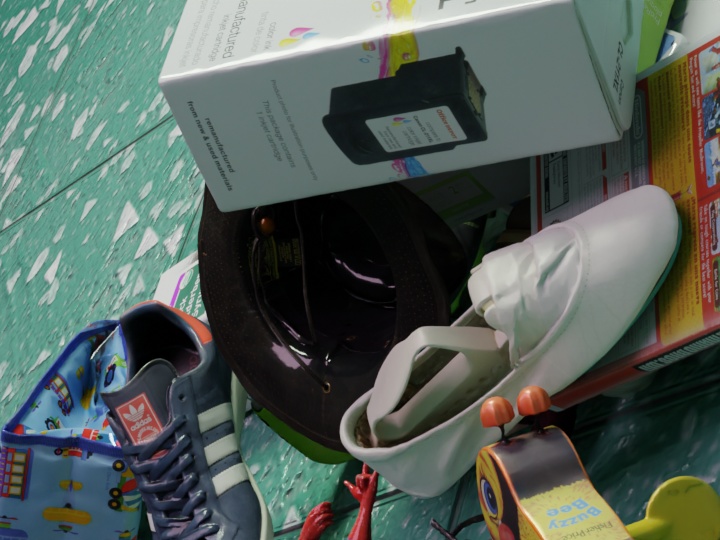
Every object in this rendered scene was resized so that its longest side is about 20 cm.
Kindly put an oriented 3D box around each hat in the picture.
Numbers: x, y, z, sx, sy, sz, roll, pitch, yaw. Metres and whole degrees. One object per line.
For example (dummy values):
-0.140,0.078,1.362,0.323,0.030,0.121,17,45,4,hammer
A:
0.000,0.000,1.141,0.201,0.081,0.201,23,121,46,hat

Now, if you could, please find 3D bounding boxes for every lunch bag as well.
-0.188,0.131,1.458,0.200,0.094,0.151,-92,11,-66,lunch bag

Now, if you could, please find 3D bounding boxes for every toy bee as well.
0.075,0.112,0.940,0.131,0.109,0.200,-28,29,-34,toy bee

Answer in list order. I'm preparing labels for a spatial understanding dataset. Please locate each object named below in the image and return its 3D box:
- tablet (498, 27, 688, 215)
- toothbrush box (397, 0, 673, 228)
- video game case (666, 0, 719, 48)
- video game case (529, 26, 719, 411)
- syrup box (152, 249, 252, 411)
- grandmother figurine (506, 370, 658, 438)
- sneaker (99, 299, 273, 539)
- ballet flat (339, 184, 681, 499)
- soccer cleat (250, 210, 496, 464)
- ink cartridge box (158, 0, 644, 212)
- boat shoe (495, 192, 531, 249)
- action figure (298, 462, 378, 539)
0.099,-0.096,1.230,0.130,0.014,0.200,-50,25,-1,tablet
0.087,-0.135,1.188,0.146,0.086,0.200,-23,34,42,toothbrush box
0.183,-0.150,1.192,0.182,0.022,0.200,-50,24,18,video game case
0.147,-0.033,0.970,0.200,0.017,0.143,-29,51,46,video game case
-0.056,0.019,1.385,0.200,0.081,0.079,-30,34,46,syrup box
0.079,0.055,1.096,0.200,0.061,0.121,-29,62,52,grandmother figurine
-0.102,0.101,1.188,0.075,0.085,0.200,-29,46,17,sneaker
0.061,0.031,0.987,0.200,0.069,0.069,-47,25,31,ballet flat
0.010,0.014,1.256,0.200,0.081,0.068,-62,23,-9,soccer cleat
0.024,-0.118,1.034,0.200,0.083,0.146,-10,38,19,ink cartridge box
0.142,-0.022,1.054,0.200,0.070,0.070,9,76,57,boat shoe
0.009,0.145,1.047,0.200,0.065,0.099,12,93,53,action figure
